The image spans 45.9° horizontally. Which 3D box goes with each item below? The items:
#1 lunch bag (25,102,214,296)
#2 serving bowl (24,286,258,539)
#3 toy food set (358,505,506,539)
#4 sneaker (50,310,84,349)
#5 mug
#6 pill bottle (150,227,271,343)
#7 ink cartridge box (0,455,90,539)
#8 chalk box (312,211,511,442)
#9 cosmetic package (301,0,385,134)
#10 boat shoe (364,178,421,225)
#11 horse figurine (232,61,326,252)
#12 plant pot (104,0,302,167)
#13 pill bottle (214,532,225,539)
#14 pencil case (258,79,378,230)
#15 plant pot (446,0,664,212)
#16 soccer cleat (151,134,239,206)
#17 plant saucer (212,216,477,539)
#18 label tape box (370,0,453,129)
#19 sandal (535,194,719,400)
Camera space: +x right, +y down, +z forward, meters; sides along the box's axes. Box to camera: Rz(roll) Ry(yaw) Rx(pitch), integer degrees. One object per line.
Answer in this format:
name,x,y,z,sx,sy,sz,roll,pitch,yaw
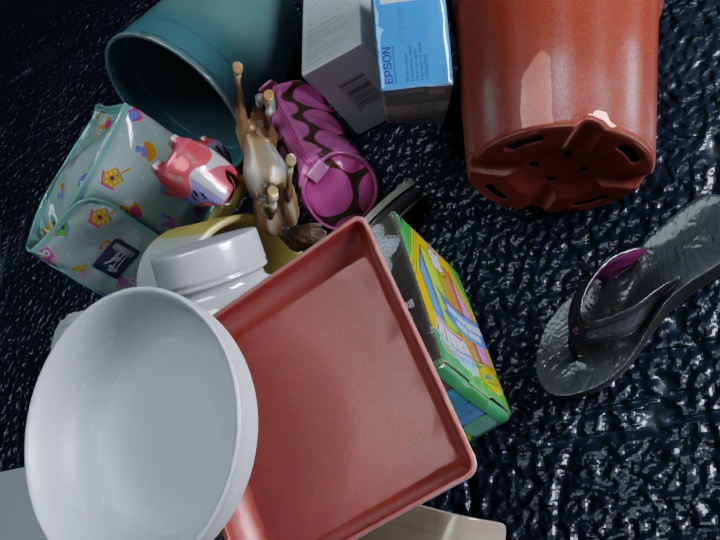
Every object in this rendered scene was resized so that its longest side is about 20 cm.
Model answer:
lunch bag,-0.271,-0.067,0.991,0.121,0.170,0.202,8,69,49
serving bowl,-0.150,0.117,0.616,0.197,0.066,0.204,-7,76,28
toy food set,0.012,0.246,0.658,0.198,0.060,0.146,2,76,41
sneaker,-0.289,0.098,0.972,0.198,0.078,0.101,-15,58,32
mug,-0.143,0.005,0.884,0.186,0.151,0.152,-38,27,-31
pill bottle,-0.105,0.072,0.741,0.113,0.114,0.203,-10,100,33
ink cartridge box,-0.226,0.264,0.726,0.144,0.200,0.147,-16,54,29
chalk box,0.032,0.082,0.690,0.124,0.124,0.202,-31,49,19
cosmetic package,-0.004,-0.272,0.947,0.080,0.113,0.202,-22,51,26
boat shoe,0.000,0.000,0.827,0.063,0.073,0.200,41,86,2
horse figurine,-0.084,-0.095,0.791,0.049,0.133,0.203,-16,70,-12
plant pot,-0.169,-0.259,1.028,0.198,0.201,0.189,8,53,41
pill bottle,-0.116,0.306,0.634,0.114,0.115,0.204,-5,81,36
pencil case,-0.051,-0.127,0.890,0.090,0.094,0.201,-36,39,2
plant pot,0.161,-0.167,0.705,0.198,0.200,0.198,-11,66,33
soccer cleat,-0.149,-0.091,0.843,0.067,0.076,0.200,-53,2,3
plant saucer,-0.032,0.097,0.615,0.199,0.037,0.202,-33,65,18
label tape box,0.043,-0.215,0.782,0.065,0.200,0.146,-6,89,1
sandal,0.204,0.013,0.646,0.200,0.048,0.075,-45,45,6
